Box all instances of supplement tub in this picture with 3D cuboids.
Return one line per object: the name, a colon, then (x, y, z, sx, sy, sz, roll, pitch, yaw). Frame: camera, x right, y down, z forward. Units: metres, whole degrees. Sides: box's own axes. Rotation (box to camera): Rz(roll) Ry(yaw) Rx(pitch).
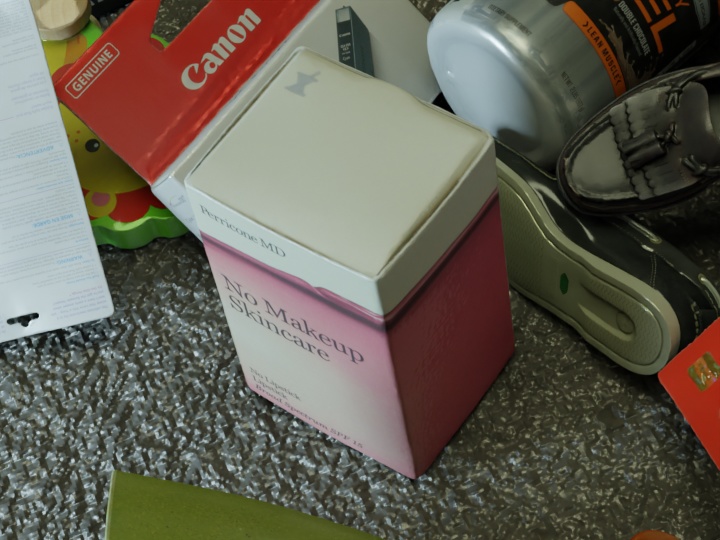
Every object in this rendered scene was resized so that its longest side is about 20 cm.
supplement tub: (0.147, -0.163, 1.177, 0.122, 0.123, 0.200, 37, 68, 29)

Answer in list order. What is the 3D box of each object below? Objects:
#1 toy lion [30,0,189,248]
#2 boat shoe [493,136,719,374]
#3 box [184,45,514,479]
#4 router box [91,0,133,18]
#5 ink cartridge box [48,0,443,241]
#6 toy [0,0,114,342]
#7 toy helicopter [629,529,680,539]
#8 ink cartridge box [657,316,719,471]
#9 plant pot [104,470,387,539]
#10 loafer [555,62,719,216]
toy lion: (-0.183, -0.082, 1.218, 0.200, 0.069, 0.192, -39, 68, -13)
boat shoe: (0.127, -0.017, 1.121, 0.067, 0.072, 0.200, -27, 52, -32)
box: (0.000, 0.000, 1.041, 0.128, 0.200, 0.109, 27, 63, 25)
router box: (-0.249, -0.220, 1.325, 0.199, 0.051, 0.149, -26, 57, -9)
ink cartridge box: (-0.059, -0.118, 1.171, 0.176, 0.045, 0.200, 44, 66, -11)
toy: (-0.220, -0.061, 1.152, 0.115, 0.047, 0.201, -13, 98, 14)
toy helicopter: (0.129, 0.221, 0.908, 0.132, 0.079, 0.200, 44, 38, 13)
ink cartridge box: (0.243, 0.026, 0.955, 0.200, 0.057, 0.163, -40, 40, 11)
plant pot: (-0.029, 0.198, 0.942, 0.199, 0.187, 0.188, 4, 55, -6)
loafer: (0.202, -0.087, 1.059, 0.199, 0.063, 0.072, -20, 83, 2)
